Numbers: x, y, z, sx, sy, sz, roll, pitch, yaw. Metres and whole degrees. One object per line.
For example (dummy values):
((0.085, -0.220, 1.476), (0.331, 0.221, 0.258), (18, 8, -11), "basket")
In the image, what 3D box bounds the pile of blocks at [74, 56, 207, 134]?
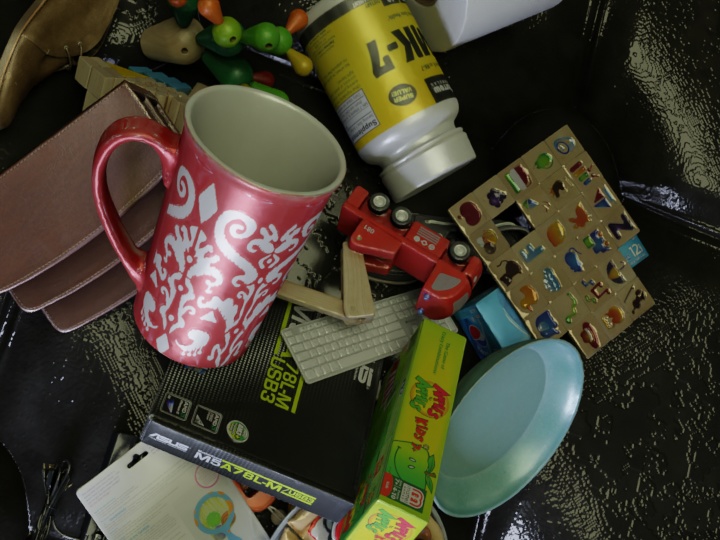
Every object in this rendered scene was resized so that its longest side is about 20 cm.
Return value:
((-0.180, -0.145, 0.968), (0.197, 0.082, 0.063), (22, 116, -3), "pile of blocks")

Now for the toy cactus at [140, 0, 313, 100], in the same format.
((-0.139, -0.228, 0.940), (0.200, 0.163, 0.104), (45, 59, -47), "toy cactus")

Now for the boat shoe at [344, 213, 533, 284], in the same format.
((0.081, -0.027, 1.012), (0.196, 0.063, 0.074), (-1, 81, -16), "boat shoe")

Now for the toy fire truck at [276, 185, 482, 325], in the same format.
((0.000, 0.000, 0.932), (0.198, 0.049, 0.142), (32, 62, 8), "toy fire truck")

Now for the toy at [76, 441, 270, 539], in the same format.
((-0.154, 0.240, 0.902), (0.115, 0.047, 0.202), (-36, 101, -20), "toy")

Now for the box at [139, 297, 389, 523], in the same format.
((-0.079, 0.101, 0.909), (0.191, 0.048, 0.202), (23, 46, -9), "box")

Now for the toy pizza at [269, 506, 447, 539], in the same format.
((-0.001, 0.288, 0.919), (0.197, 0.032, 0.204), (-4, 100, -23), "toy pizza")

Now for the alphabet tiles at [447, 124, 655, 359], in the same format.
((0.205, -0.022, 1.006), (0.166, 0.008, 0.201), (-34, 89, -19), "alphabet tiles")

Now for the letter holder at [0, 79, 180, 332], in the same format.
((-0.232, -0.044, 0.875), (0.199, 0.101, 0.143), (-35, 93, 3), "letter holder")

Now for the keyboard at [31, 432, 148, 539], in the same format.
((-0.240, 0.245, 0.898), (0.125, 0.021, 0.203), (18, 75, -12), "keyboard")

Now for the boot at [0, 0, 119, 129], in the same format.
((-0.288, -0.211, 0.940), (0.075, 0.073, 0.203), (29, 72, -19), "boot")

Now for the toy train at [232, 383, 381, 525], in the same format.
((-0.039, 0.182, 0.947), (0.198, 0.056, 0.152), (-31, 90, -18), "toy train")

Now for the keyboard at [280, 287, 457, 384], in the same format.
((0.013, 0.059, 0.961), (0.198, 0.011, 0.057), (-15, 62, -40), "keyboard")

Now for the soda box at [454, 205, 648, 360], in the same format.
((0.197, 0.014, 1.035), (0.199, 0.068, 0.065), (-33, 90, -18), "soda box")

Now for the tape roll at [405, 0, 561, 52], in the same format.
((0.107, -0.338, 1.001), (0.138, 0.203, 0.205), (-24, 87, -18), "tape roll")

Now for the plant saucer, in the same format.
((0.133, 0.144, 0.964), (0.198, 0.036, 0.203), (-23, 131, -29), "plant saucer")

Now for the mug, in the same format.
((-0.125, -0.040, 0.820), (0.176, 0.202, 0.134), (32, 35, 7), "mug")

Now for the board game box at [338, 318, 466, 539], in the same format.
((0.038, 0.152, 0.887), (0.047, 0.102, 0.202), (24, 45, -5), "board game box")

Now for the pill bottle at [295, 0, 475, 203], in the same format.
((0.028, -0.178, 0.997), (0.113, 0.114, 0.202), (-28, 89, -18), "pill bottle")
